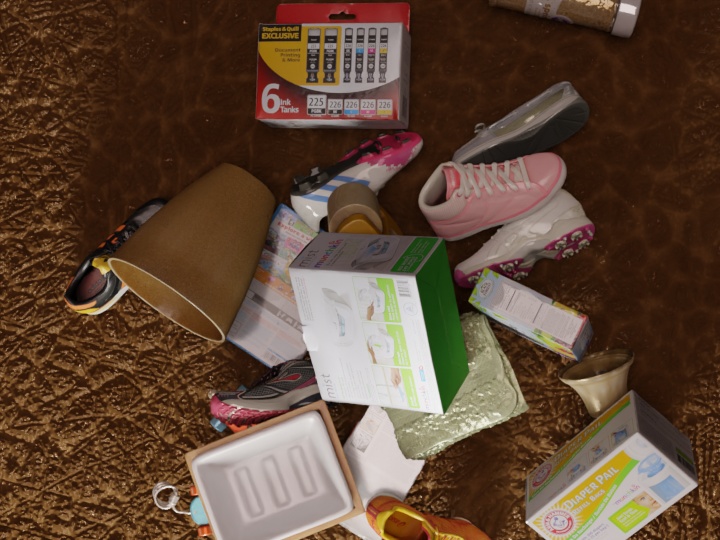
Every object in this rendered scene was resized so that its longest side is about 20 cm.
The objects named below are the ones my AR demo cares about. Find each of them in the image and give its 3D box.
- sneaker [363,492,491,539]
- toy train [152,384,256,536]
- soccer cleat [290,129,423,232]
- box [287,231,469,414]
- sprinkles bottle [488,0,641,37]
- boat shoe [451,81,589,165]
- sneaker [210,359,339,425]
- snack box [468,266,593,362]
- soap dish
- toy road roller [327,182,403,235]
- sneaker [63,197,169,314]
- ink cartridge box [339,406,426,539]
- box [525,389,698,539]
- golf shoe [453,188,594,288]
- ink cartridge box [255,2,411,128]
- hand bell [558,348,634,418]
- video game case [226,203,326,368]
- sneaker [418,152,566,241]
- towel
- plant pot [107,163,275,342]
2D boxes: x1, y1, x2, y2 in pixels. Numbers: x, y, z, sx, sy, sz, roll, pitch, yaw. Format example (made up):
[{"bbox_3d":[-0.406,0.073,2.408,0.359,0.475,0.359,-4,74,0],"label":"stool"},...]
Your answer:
[{"bbox_3d":[0.094,0.358,1.600,0.199,0.077,0.073,22,95,-23],"label":"sneaker"},{"bbox_3d":[-0.186,0.265,1.665,0.150,0.056,0.200,38,89,6],"label":"toy train"},{"bbox_3d":[0.000,-0.122,1.655,0.199,0.070,0.087,-25,118,-5],"label":"soccer cleat"},{"bbox_3d":[0.024,0.064,1.484,0.175,0.097,0.201,3,122,29],"label":"box"},{"bbox_3d":[0.275,-0.368,1.627,0.199,0.068,0.069,14,90,6],"label":"sprinkles bottle"},{"bbox_3d":[0.210,-0.186,1.634,0.201,0.074,0.065,-31,50,7],"label":"boat shoe"},{"bbox_3d":[-0.113,0.161,1.621,0.199,0.081,0.075,-7,75,-35],"label":"sneaker"},{"bbox_3d":[0.222,0.060,1.545,0.142,0.200,0.053,27,88,16],"label":"snack box"},{"bbox_3d":[-0.111,0.278,1.590,0.199,0.081,0.158,-22,85,2],"label":"soap dish"},{"bbox_3d":[0.000,0.000,1.596,0.146,0.123,0.200,-35,112,13],"label":"toy road roller"},{"bbox_3d":[-0.330,-0.018,1.664,0.070,0.090,0.200,42,93,5],"label":"sneaker"},{"bbox_3d":[0.028,0.259,1.646,0.109,0.050,0.201,30,91,5],"label":"ink cartridge box"},{"bbox_3d":[0.317,0.270,1.550,0.112,0.101,0.200,39,115,-11],"label":"box"},{"bbox_3d":[0.213,-0.042,1.633,0.199,0.075,0.092,-23,65,6],"label":"golf shoe"},{"bbox_3d":[-0.035,-0.285,1.638,0.199,0.084,0.177,1,88,11],"label":"ink cartridge box"},{"bbox_3d":[0.342,0.216,1.612,0.104,0.104,0.201,-18,100,5],"label":"hand bell"},{"bbox_3d":[-0.105,0.029,1.679,0.143,0.018,0.201,33,92,6],"label":"video game case"},{"bbox_3d":[0.168,-0.111,1.590,0.199,0.105,0.076,-25,55,19],"label":"sneaker"},{"bbox_3d":[0.108,0.152,1.565,0.199,0.036,0.149,-30,84,29],"label":"towel"},{"bbox_3d":[-0.206,-0.038,1.623,0.186,0.187,0.201,31,72,5],"label":"plant pot"}]
